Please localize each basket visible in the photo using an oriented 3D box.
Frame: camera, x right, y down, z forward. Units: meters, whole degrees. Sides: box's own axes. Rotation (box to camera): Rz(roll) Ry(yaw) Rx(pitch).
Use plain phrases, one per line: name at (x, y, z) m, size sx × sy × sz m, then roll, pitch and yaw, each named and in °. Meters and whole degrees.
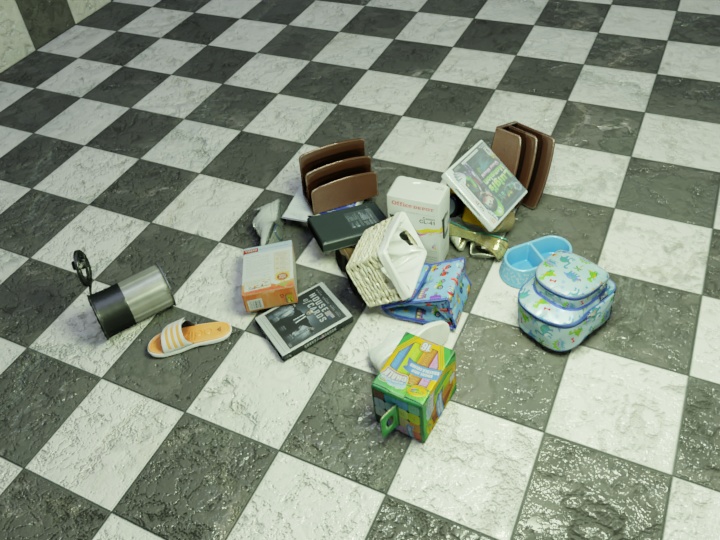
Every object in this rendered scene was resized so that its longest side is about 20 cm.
basket at (0.063, -0.024, 1.686) m, size 0.121 × 0.137 × 0.201 m, roll -20°, pitch 24°, yaw 30°

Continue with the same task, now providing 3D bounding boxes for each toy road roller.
toy road roller at (0.311, -0.192, 1.838) m, size 0.197 × 0.150 × 0.122 m, roll 24°, pitch 16°, yaw 32°

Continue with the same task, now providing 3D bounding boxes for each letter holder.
letter holder at (-0.060, -0.264, 1.942) m, size 0.195 × 0.145 × 0.101 m, roll -18°, pitch 44°, yaw -14°
letter holder at (0.417, -0.267, 1.872) m, size 0.141 × 0.205 × 0.099 m, roll 31°, pitch 35°, yaw 32°

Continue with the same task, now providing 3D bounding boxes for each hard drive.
hard drive at (-0.030, -0.117, 1.857) m, size 0.195 × 0.034 × 0.140 m, roll -15°, pitch 38°, yaw -16°

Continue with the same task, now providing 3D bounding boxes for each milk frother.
milk frother at (-0.581, 0.026, 1.729) m, size 0.185 × 0.204 × 0.180 m, roll -27°, pitch 42°, yaw -21°

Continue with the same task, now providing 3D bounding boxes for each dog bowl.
dog bowl at (0.438, -0.026, 1.749) m, size 0.195 × 0.050 × 0.113 m, roll -18°, pitch 44°, yaw -10°

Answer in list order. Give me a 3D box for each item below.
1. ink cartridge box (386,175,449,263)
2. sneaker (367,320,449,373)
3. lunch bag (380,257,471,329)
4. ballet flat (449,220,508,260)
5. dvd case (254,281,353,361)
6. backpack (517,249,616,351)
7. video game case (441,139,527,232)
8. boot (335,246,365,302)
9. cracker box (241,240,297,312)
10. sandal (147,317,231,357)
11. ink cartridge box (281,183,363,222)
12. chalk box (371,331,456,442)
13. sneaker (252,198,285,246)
ink cartridge box at (0.146, -0.119, 1.777) m, size 0.144 × 0.204 × 0.086 m, roll 12°, pitch 45°, yaw 21°
sneaker at (0.105, 0.156, 1.595) m, size 0.196 × 0.077 × 0.088 m, roll -25°, pitch 33°, yaw -16°
lunch bag at (0.149, 0.053, 1.696) m, size 0.195 × 0.096 × 0.152 m, roll -1°, pitch 39°, yaw 28°
ballet flat at (0.283, -0.074, 1.819) m, size 0.196 × 0.072 × 0.071 m, roll 20°, pitch 49°, yaw 29°
dvd case at (-0.136, 0.119, 1.696) m, size 0.197 × 0.025 × 0.150 m, roll -29°, pitch 47°, yaw -20°
backpack at (0.451, 0.063, 1.583) m, size 0.198 × 0.149 × 0.182 m, roll -36°, pitch 47°, yaw -24°
video game case at (0.313, -0.215, 1.763) m, size 0.182 × 0.023 × 0.200 m, roll 48°, pitch 50°, yaw 1°
boot at (0.000, 0.000, 1.774) m, size 0.073 × 0.075 × 0.202 m, roll -9°, pitch 40°, yaw -17°
cracker box at (-0.228, 0.011, 1.781) m, size 0.130 × 0.059 × 0.202 m, roll -10°, pitch 37°, yaw 0°
sandal at (-0.410, 0.143, 1.682) m, size 0.201 × 0.060 × 0.080 m, roll -14°, pitch 43°, yaw -7°
ink cartridge box at (-0.099, -0.182, 1.995) m, size 0.192 × 0.048 × 0.203 m, roll 10°, pitch 47°, yaw 15°
chalk box at (0.103, 0.253, 1.448) m, size 0.121 × 0.127 × 0.201 m, roll 18°, pitch 49°, yaw 25°
sneaker at (-0.255, -0.115, 1.939) m, size 0.085 × 0.076 × 0.202 m, roll -14°, pitch 35°, yaw 11°
